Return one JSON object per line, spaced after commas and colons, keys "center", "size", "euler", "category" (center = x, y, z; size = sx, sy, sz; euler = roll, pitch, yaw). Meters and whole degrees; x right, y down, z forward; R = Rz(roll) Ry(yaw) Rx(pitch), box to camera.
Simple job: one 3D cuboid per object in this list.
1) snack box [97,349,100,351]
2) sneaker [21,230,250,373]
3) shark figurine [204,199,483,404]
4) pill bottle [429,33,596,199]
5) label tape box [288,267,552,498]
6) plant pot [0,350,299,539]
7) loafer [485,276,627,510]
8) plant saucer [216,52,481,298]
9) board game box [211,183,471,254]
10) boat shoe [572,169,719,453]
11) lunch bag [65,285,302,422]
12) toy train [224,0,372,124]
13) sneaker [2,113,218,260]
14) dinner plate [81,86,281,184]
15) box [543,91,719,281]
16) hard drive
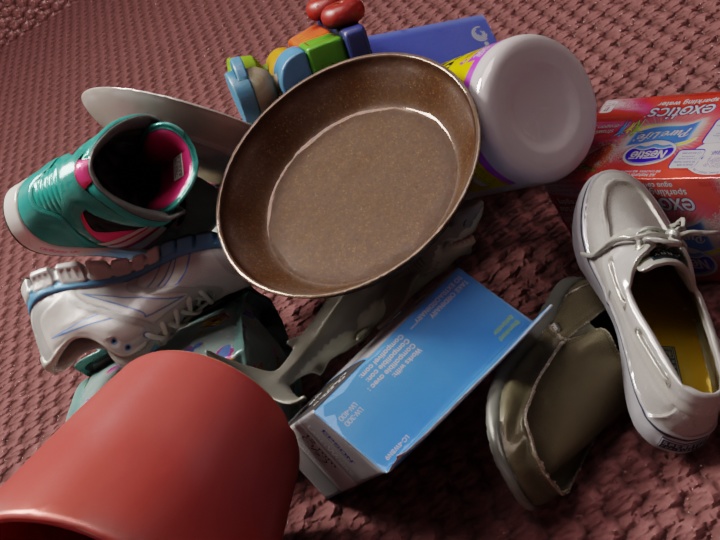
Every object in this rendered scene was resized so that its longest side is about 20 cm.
{"center": [-0.170, 0.040, 1.118], "size": [0.115, 0.037, 0.200], "euler": [-25, -12, -8], "category": "snack box"}
{"center": [-0.152, 0.031, 0.975], "size": [0.197, 0.075, 0.088], "euler": [-15, 69, 7], "category": "sneaker"}
{"center": [-0.015, 0.014, 0.942], "size": [0.214, 0.090, 0.128], "euler": [-40, -3, -12], "category": "shark figurine"}
{"center": [0.080, -0.107, 0.983], "size": [0.104, 0.105, 0.199], "euler": [-44, 16, -23], "category": "pill bottle"}
{"center": [0.028, 0.072, 0.869], "size": [0.143, 0.066, 0.200], "euler": [-43, -3, -21], "category": "label tape box"}
{"center": [-0.132, 0.161, 0.832], "size": [0.198, 0.202, 0.178], "euler": [-13, 31, 32], "category": "plant pot"}
{"center": [0.138, 0.067, 0.838], "size": [0.069, 0.076, 0.201], "euler": [-16, 30, 37], "category": "loafer"}
{"center": [-0.005, -0.060, 0.898], "size": [0.198, 0.037, 0.202], "euler": [-15, 52, 19], "category": "plant saucer"}
{"center": [-0.025, -0.044, 1.119], "size": [0.198, 0.065, 0.147], "euler": [-9, 17, -26], "category": "board game box"}
{"center": [0.182, 0.003, 0.805], "size": [0.074, 0.087, 0.204], "euler": [2, 53, -10], "category": "boat shoe"}
{"center": [-0.138, 0.097, 1.038], "size": [0.169, 0.123, 0.200], "euler": [-28, 21, 7], "category": "lunch bag"}
{"center": [-0.056, -0.165, 1.046], "size": [0.114, 0.086, 0.200], "euler": [-19, 18, -6], "category": "toy train"}
{"center": [-0.151, -0.063, 0.972], "size": [0.120, 0.085, 0.199], "euler": [-24, -10, 37], "category": "sneaker"}
{"center": [-0.128, -0.097, 1.040], "size": [0.199, 0.199, 0.025], "euler": [4, 75, 50], "category": "dinner plate"}
{"center": [0.242, -0.059, 0.915], "size": [0.199, 0.096, 0.100], "euler": [3, 44, 50], "category": "box"}
{"center": [0.039, -0.147, 1.123], "size": [0.198, 0.025, 0.133], "euler": [-14, 64, -18], "category": "hard drive"}
